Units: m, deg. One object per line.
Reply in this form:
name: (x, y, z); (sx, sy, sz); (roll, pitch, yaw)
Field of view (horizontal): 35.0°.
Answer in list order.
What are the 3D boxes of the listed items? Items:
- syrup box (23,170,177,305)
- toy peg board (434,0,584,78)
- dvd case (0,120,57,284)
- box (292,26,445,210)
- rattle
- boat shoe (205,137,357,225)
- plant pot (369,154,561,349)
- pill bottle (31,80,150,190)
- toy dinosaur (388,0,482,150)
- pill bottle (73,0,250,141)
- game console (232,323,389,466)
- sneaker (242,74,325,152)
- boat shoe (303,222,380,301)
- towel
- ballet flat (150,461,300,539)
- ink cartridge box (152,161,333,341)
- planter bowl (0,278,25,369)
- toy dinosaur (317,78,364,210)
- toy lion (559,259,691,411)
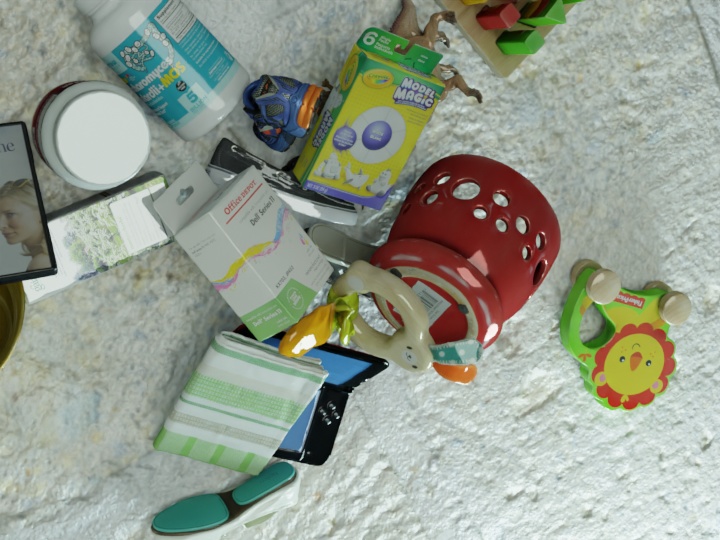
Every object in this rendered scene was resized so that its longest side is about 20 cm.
syrup box: (-0.308, -0.040, 1.309); (0.199, 0.081, 0.079); (-24, 105, -15)
toy peg board: (0.203, -0.383, 1.437); (0.200, 0.098, 0.199); (-47, 111, -8)
dvd case: (-0.416, -0.071, 1.231); (0.142, 0.018, 0.201); (-11, 62, -18)
box: (0.016, -0.177, 1.338); (0.117, 0.048, 0.201); (14, 113, -31)
rattle: (0.031, 0.094, 1.304); (0.200, 0.143, 0.130); (44, 123, 0)
boat shoe: (-0.089, -0.111, 1.392); (0.199, 0.070, 0.067); (18, 94, -15)
plant pot: (0.121, -0.009, 1.383); (0.201, 0.200, 0.183); (49, 52, -21)
pill bottle: (-0.291, -0.148, 1.233); (0.113, 0.200, 0.115); (-4, 100, -20)
toy dinosaur: (0.063, -0.246, 1.418); (0.135, 0.086, 0.201); (-20, 100, -9)
pill bottle: (-0.227, -0.251, 1.288); (0.111, 0.111, 0.200); (-48, 111, -7)
game console: (-0.091, 0.158, 1.405); (0.199, 0.119, 0.174); (17, 93, -22)
sneaker: (-0.098, -0.190, 1.303); (0.078, 0.200, 0.076); (26, 80, -12)
boat shoe: (0.000, 0.000, 1.454); (0.199, 0.057, 0.067); (27, 53, -26)
towel: (-0.147, 0.162, 1.373); (0.148, 0.031, 0.200); (21, 124, -22)
ballet flat: (-0.163, 0.309, 1.437); (0.199, 0.069, 0.070); (-21, 106, -17)
ink cartridge box: (-0.131, -0.036, 1.300); (0.200, 0.067, 0.117); (52, 37, -15)
planter bowl: (-0.446, 0.058, 1.252); (0.199, 0.084, 0.202); (-2, 73, 8)
toy dinosaur: (-0.018, -0.179, 1.410); (0.200, 0.106, 0.061); (47, 51, -17)
toy lion: (0.365, 0.101, 1.605); (0.199, 0.069, 0.193); (16, 101, -22)
